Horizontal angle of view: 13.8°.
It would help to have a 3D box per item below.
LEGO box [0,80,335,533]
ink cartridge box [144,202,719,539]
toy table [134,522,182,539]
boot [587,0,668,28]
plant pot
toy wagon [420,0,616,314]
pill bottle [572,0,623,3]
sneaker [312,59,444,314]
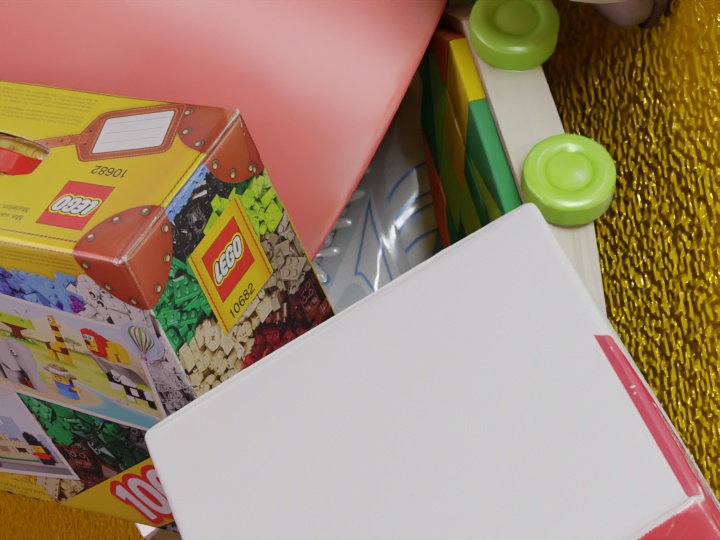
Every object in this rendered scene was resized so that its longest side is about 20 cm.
[{"bbox_3d":[-0.112,0.011,1.069,0.199,0.077,0.149,9,139,36],"label":"LEGO box"},{"bbox_3d":[0.054,0.116,0.917,0.200,0.144,0.145,55,-175,-41],"label":"ink cartridge box"},{"bbox_3d":[-0.022,0.134,1.137,0.184,0.117,0.200,46,107,30],"label":"toy table"},{"bbox_3d":[0.020,-0.172,1.076,0.070,0.146,0.201,120,141,-51],"label":"boot"},{"bbox_3d":[-0.078,-0.096,1.136,0.201,0.177,0.200,-61,7,13],"label":"plant pot"},{"bbox_3d":[0.053,-0.037,1.105,0.155,0.039,0.201,92,164,-56],"label":"toy wagon"},{"bbox_3d":[0.103,-0.167,0.913,0.200,0.112,0.113,140,125,-65],"label":"pill bottle"},{"bbox_3d":[0.000,0.000,1.235,0.075,0.086,0.201,153,114,-69],"label":"sneaker"}]
